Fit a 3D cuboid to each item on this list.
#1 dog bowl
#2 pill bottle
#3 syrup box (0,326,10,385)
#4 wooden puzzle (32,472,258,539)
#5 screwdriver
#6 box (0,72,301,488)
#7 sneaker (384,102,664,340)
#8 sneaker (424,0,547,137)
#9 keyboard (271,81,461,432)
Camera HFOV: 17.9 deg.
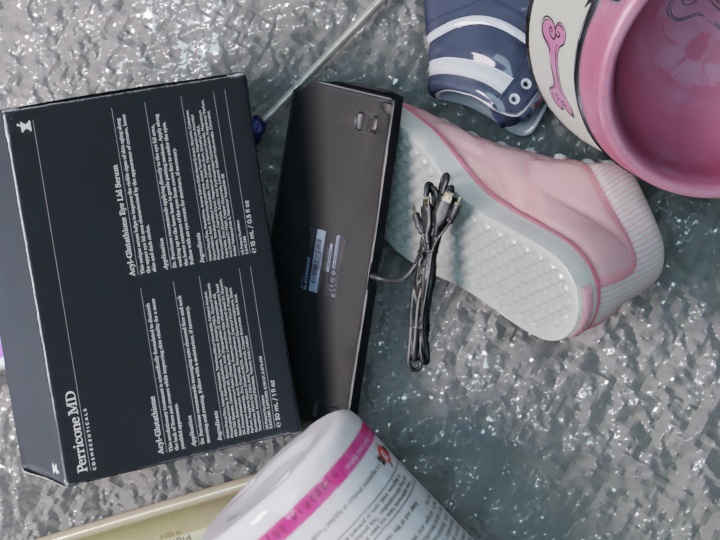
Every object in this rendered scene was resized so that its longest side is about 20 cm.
[{"bbox_3d":[0.192,-0.124,1.195,0.200,0.074,0.200,-9,127,-12],"label":"dog bowl"},{"bbox_3d":[0.019,0.182,1.221,0.113,0.113,0.200,-43,95,2],"label":"pill bottle"},{"bbox_3d":[-0.284,0.042,1.297,0.200,0.079,0.082,-13,84,6],"label":"syrup box"},{"bbox_3d":[-0.086,0.226,1.281,0.185,0.037,0.200,-17,84,5],"label":"wooden puzzle"},{"bbox_3d":[-0.047,-0.100,1.303,0.029,0.028,0.200,38,94,-20],"label":"screwdriver"},{"bbox_3d":[-0.124,0.003,1.236,0.141,0.079,0.200,-11,96,-28],"label":"box"},{"bbox_3d":[0.083,-0.038,1.269,0.200,0.105,0.075,38,134,33],"label":"sneaker"},{"bbox_3d":[0.130,-0.130,1.263,0.200,0.070,0.109,3,81,14],"label":"sneaker"},{"bbox_3d":[0.000,0.000,1.256,0.127,0.021,0.200,17,104,38],"label":"keyboard"}]
